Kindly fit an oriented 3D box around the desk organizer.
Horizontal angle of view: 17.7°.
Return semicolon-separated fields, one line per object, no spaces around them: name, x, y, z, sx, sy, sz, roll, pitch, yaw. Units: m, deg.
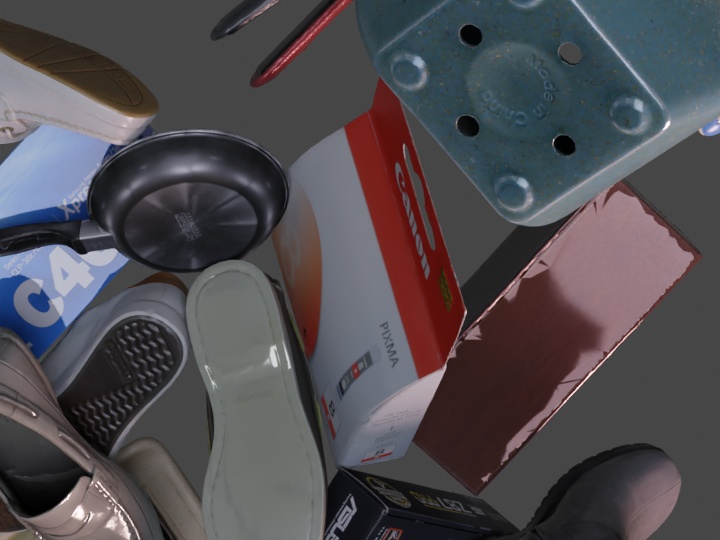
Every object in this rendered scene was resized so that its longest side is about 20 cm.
desk organizer;0.103;0.030;1.368;0.077;0.072;0.200;41;97;-13

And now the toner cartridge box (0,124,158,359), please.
toner cartridge box;-0.194;-0.012;1.358;0.095;0.043;0.200;42;97;-8

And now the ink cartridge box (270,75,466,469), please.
ink cartridge box;0.000;0.000;1.263;0.050;0.200;0.163;-11;66;-12

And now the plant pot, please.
plant pot;0.113;-0.137;1.197;0.196;0.200;0.196;-34;103;37

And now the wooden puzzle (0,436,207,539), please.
wooden puzzle;-0.150;0.228;1.415;0.185;0.037;0.200;-33;102;4

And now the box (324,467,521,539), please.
box;-0.007;0.218;1.367;0.049;0.161;0.200;38;100;34

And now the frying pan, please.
frying pan;-0.133;-0.035;1.290;0.189;0.031;0.115;-1;141;-11

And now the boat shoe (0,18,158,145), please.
boat shoe;-0.204;-0.102;1.304;0.199;0.071;0.070;23;107;23

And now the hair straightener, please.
hair straightener;-0.013;-0.198;1.328;0.200;0.041;0.077;-42;101;6

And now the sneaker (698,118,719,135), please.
sneaker;0.155;-0.154;1.328;0.200;0.076;0.077;35;100;-5

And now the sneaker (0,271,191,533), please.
sneaker;-0.164;0.078;1.369;0.073;0.085;0.200;42;114;-15

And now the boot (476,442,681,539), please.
boot;0.146;0.172;1.335;0.200;0.131;0.070;-32;114;-31

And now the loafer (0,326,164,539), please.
loafer;-0.174;0.122;1.302;0.070;0.070;0.200;-25;118;19

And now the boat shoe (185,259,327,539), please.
boat shoe;-0.053;0.096;1.302;0.072;0.060;0.203;-12;74;11
